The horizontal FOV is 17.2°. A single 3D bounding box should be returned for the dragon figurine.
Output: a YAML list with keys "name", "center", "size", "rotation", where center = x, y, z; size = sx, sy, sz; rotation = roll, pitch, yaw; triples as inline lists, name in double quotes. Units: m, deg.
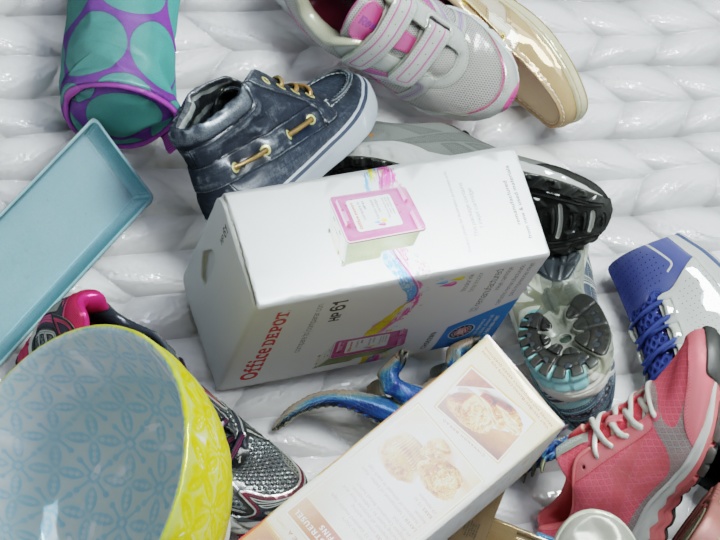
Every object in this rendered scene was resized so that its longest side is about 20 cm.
- name: "dragon figurine"
  center: [0.049, 0.105, 1.565]
  size: [0.200, 0.059, 0.099]
  rotation: [-9, 66, -32]

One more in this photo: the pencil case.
- name: "pencil case"
  center: [-0.155, -0.181, 1.619]
  size: [0.092, 0.085, 0.200]
  rotation: [27, 51, -34]

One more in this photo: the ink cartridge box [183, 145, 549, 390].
- name: "ink cartridge box"
  center: [0.000, 0.000, 1.526]
  size: [0.200, 0.145, 0.085]
  rotation: [-9, 68, -18]

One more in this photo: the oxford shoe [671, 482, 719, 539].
- name: "oxford shoe"
  center: [0.240, 0.188, 1.546]
  size: [0.075, 0.070, 0.200]
  rotation: [34, 7, 8]

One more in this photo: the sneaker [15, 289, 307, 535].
- name: "sneaker"
  center: [-0.118, 0.091, 1.471]
  size: [0.200, 0.075, 0.081]
  rotation: [33, 39, -7]

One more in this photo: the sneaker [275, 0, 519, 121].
- name: "sneaker"
  center: [0.019, -0.166, 1.678]
  size: [0.200, 0.081, 0.088]
  rotation: [28, 10, 3]

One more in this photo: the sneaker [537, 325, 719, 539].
- name: "sneaker"
  center: [0.174, 0.118, 1.540]
  size: [0.087, 0.200, 0.074]
  rotation: [17, 30, -6]

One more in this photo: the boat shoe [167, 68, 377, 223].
- name: "boat shoe"
  center: [-0.055, -0.105, 1.598]
  size: [0.200, 0.071, 0.091]
  rotation: [-53, 126, -49]

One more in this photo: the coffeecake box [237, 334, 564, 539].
- name: "coffeecake box"
  center: [0.014, 0.142, 1.423]
  size: [0.200, 0.154, 0.073]
  rotation: [-39, 82, -13]

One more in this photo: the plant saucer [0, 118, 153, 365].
- name: "plant saucer"
  center: [-0.210, -0.012, 1.519]
  size: [0.070, 0.019, 0.200]
  rotation: [54, 48, -19]

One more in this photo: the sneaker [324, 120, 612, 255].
- name: "sneaker"
  center: [0.077, -0.066, 1.642]
  size: [0.200, 0.074, 0.079]
  rotation: [13, 41, 12]

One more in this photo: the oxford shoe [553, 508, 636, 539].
- name: "oxford shoe"
  center: [0.147, 0.245, 1.471]
  size: [0.075, 0.058, 0.200]
  rotation: [5, 72, 2]

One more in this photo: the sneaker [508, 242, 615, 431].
- name: "sneaker"
  center: [0.132, 0.032, 1.651]
  size: [0.078, 0.086, 0.200]
  rotation: [-13, 41, 6]

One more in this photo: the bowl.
- name: "bowl"
  center: [-0.139, 0.142, 1.388]
  size: [0.108, 0.200, 0.200]
  rotation: [30, 47, -43]

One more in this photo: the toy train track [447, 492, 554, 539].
- name: "toy train track"
  center: [0.111, 0.180, 1.536]
  size: [0.200, 0.033, 0.115]
  rotation: [22, 95, 4]

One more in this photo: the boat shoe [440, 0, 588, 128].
- name: "boat shoe"
  center: [0.081, -0.172, 1.748]
  size: [0.069, 0.074, 0.200]
  rotation: [-40, 82, -26]

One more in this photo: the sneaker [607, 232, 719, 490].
- name: "sneaker"
  center: [0.225, 0.074, 1.656]
  size: [0.115, 0.081, 0.199]
  rotation: [-18, 72, -39]
